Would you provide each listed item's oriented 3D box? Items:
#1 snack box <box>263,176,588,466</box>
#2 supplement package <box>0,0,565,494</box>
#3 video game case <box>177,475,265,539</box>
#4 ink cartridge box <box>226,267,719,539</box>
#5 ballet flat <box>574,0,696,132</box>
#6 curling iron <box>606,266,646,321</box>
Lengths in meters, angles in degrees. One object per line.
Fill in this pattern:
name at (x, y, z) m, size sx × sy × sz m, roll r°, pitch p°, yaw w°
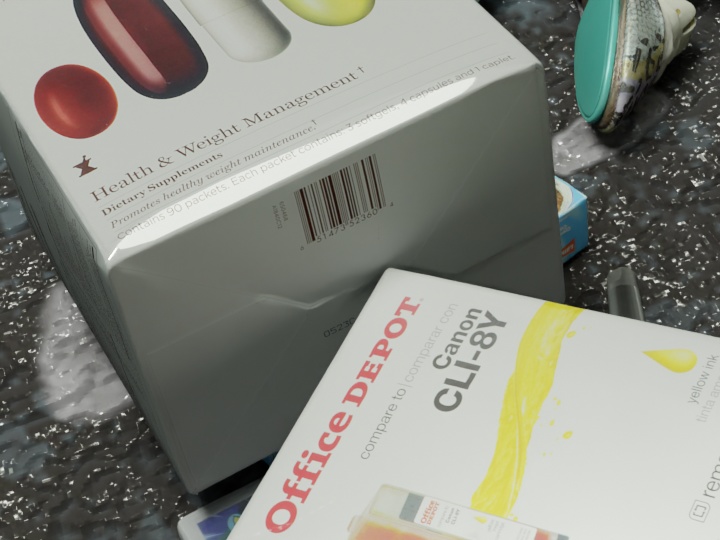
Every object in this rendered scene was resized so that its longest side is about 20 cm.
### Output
snack box at (0.000, 0.000, 0.801) m, size 0.200 × 0.037 × 0.116 m, roll -35°, pitch 50°, yaw -22°
supplement package at (-0.046, -0.051, 0.729) m, size 0.191 × 0.147 × 0.200 m, roll -26°, pitch 47°, yaw -14°
video game case at (0.049, 0.125, 0.680) m, size 0.200 × 0.023 × 0.182 m, roll -26°, pitch 47°, yaw -13°
ink cartridge box at (0.071, 0.092, 0.607) m, size 0.200 × 0.083 × 0.145 m, roll 12°, pitch 56°, yaw 32°
ballet flat at (0.147, -0.150, 0.904) m, size 0.072 × 0.072 × 0.200 m, roll -7°, pitch 46°, yaw 4°
curling iron at (0.128, 0.077, 0.675) m, size 0.050 × 0.026 × 0.200 m, roll -15°, pitch 46°, yaw 6°
